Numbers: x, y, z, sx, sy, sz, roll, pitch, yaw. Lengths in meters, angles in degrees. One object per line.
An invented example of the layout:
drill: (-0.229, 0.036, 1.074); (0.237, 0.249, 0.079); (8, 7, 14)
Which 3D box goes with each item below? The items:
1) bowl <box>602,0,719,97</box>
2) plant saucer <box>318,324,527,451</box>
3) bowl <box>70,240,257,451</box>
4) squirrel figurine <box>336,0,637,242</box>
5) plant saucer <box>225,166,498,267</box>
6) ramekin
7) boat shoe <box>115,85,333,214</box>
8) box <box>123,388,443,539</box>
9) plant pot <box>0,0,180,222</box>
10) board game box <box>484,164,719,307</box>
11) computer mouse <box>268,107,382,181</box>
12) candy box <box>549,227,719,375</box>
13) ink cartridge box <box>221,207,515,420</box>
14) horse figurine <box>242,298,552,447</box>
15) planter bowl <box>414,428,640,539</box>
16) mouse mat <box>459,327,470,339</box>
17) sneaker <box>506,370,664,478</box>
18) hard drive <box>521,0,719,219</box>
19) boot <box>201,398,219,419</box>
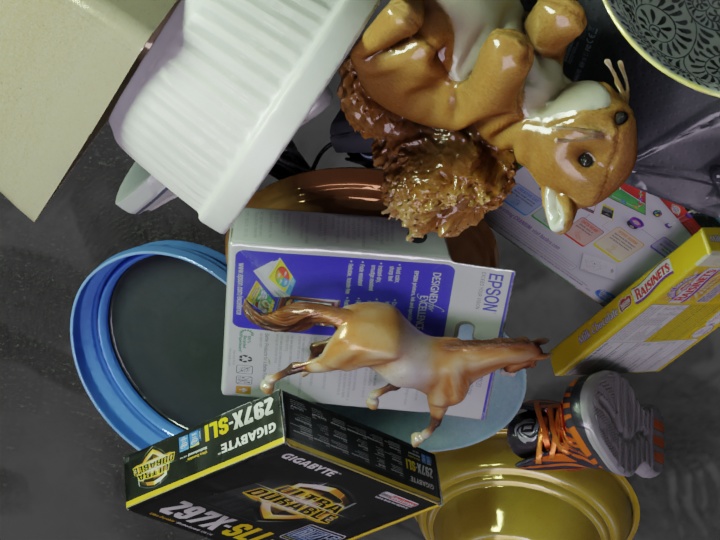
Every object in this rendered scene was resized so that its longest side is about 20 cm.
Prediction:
bowl: (0.236, -0.179, 1.458); (0.201, 0.201, 0.094); (10, 161, 3)
plant saucer: (0.033, 0.065, 1.851); (0.201, 0.039, 0.201); (6, 138, 6)
bowl: (-0.134, 0.067, 1.853); (0.200, 0.039, 0.201); (14, 122, 23)
squirrel figurine: (0.085, -0.105, 1.525); (0.187, 0.142, 0.200); (40, 138, -3)
plant saucer: (0.000, 0.000, 1.712); (0.200, 0.037, 0.200); (2, 144, 2)
ramekin: (-0.077, -0.134, 1.529); (0.105, 0.200, 0.200); (34, 135, -5)
boat shoe: (-0.099, -0.091, 1.705); (0.066, 0.072, 0.200); (38, 124, -20)
box: (-0.059, 0.162, 1.818); (0.160, 0.049, 0.200); (-23, 149, 30)
plant pot: (-0.209, -0.193, 1.540); (0.177, 0.200, 0.200); (34, 135, -5)
board game box: (0.195, -0.064, 1.677); (0.153, 0.040, 0.200); (35, 134, -22)
computer mouse: (0.035, -0.083, 1.668); (0.200, 0.046, 0.140); (-23, 148, 14)
candy box: (0.233, 0.025, 1.732); (0.102, 0.026, 0.200); (2, 152, -32)
ink cartridge box: (0.003, 0.033, 1.689); (0.200, 0.043, 0.198); (6, 144, -1)
horse figurine: (0.017, 0.062, 1.650); (0.200, 0.050, 0.133); (24, 140, -26)
planter bowl: (0.131, 0.227, 1.980); (0.200, 0.084, 0.200); (7, 139, 7)
mouse mat: (0.000, 0.046, 1.873); (0.161, 0.008, 0.200); (-13, 133, 27)
sneaker: (0.161, 0.127, 1.827); (0.112, 0.078, 0.200); (-2, 163, 20)
hard drive: (0.184, -0.127, 1.555); (0.200, 0.042, 0.135); (25, 120, 12)
boot: (-0.045, 0.144, 1.950); (0.200, 0.074, 0.075); (28, 156, -4)
